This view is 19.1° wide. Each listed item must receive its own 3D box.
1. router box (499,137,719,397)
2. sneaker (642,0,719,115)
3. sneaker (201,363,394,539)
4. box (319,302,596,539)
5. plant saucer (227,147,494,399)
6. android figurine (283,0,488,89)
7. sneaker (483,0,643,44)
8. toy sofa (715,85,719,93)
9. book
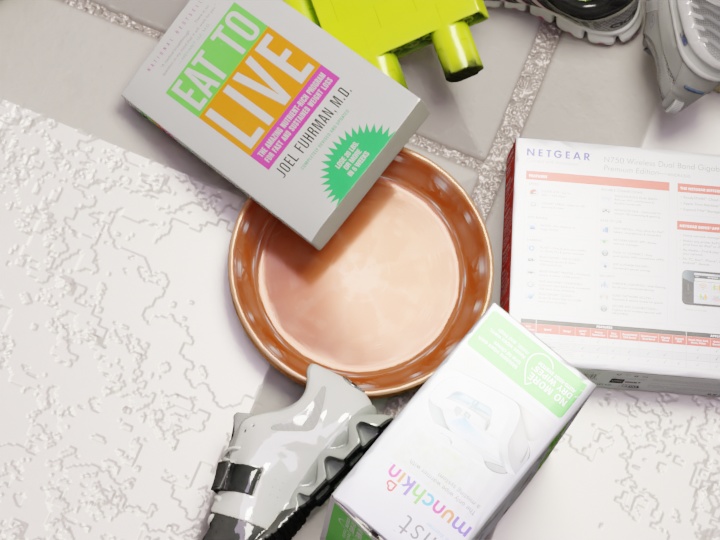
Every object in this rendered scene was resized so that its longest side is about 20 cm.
[{"bbox_3d":[0.208,-0.002,1.622,0.199,0.049,0.180,5,73,-3],"label":"router box"},{"bbox_3d":[0.240,-0.205,1.658,0.075,0.082,0.200,24,39,-19],"label":"sneaker"},{"bbox_3d":[-0.074,0.151,1.540,0.088,0.074,0.200,42,76,13],"label":"sneaker"},{"bbox_3d":[0.063,0.141,1.488,0.097,0.200,0.177,39,75,8],"label":"box"},{"bbox_3d":[0.000,0.000,1.613,0.200,0.032,0.201,1,73,-4],"label":"plant saucer"},{"bbox_3d":[0.021,-0.228,1.646,0.182,0.041,0.200,-24,77,15],"label":"android figurine"},{"bbox_3d":[0.131,-0.241,1.667,0.199,0.087,0.074,21,73,2],"label":"sneaker"},{"bbox_3d":[0.367,-0.207,1.680,0.097,0.083,0.200,32,73,6],"label":"toy sofa"},{"bbox_3d":[-0.066,-0.124,1.611,0.200,0.048,0.134,37,86,21],"label":"book"}]
